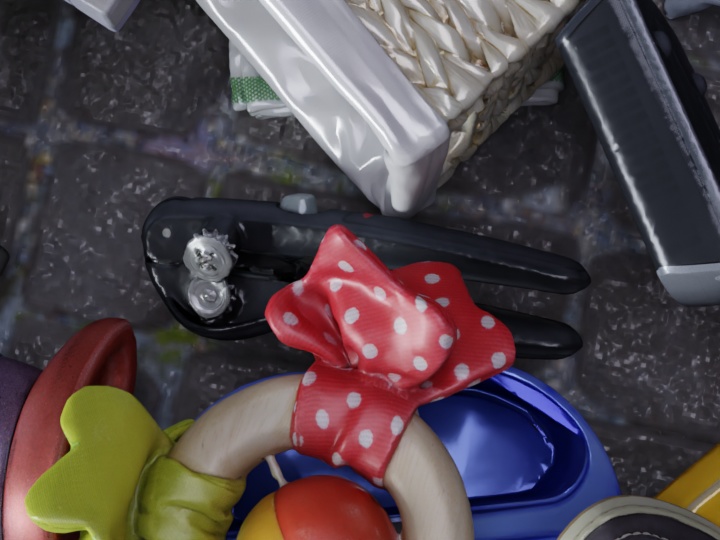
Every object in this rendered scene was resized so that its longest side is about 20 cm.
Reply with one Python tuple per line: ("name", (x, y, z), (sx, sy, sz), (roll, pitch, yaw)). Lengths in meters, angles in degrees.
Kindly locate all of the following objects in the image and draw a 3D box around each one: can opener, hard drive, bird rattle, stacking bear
("can opener", (0.000, 0.000, 1.074), (0.199, 0.079, 0.064), (4, 107, 23))
("hard drive", (0.128, -0.047, 1.045), (0.042, 0.200, 0.135), (-25, 83, 11))
("bird rattle", (-0.021, 0.088, 1.003), (0.199, 0.113, 0.164), (-26, 80, -3))
("stacking bear", (-0.206, 0.077, 1.086), (0.199, 0.114, 0.122), (7, 105, 11))

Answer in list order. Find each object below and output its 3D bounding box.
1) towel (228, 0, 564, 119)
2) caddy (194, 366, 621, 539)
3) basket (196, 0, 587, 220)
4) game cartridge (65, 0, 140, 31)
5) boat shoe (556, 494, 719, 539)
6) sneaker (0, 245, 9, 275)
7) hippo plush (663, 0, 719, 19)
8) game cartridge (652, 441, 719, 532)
("towel", (0.013, -0.168, 1.148), (0.148, 0.031, 0.201), (-3, 82, -1))
("caddy", (0.010, 0.111, 1.075), (0.199, 0.105, 0.142), (-6, 85, 1))
("basket", (-0.002, -0.139, 1.062), (0.123, 0.136, 0.200), (-41, 83, -7))
("game cartridge", (-0.086, -0.204, 0.989), (0.129, 0.038, 0.200), (34, 84, 6))
("boat shoe", (0.150, 0.160, 1.001), (0.072, 0.065, 0.200), (-44, 121, 0))
("sneaker", (-0.259, -0.007, 1.122), (0.199, 0.060, 0.105), (26, 84, 9))
("hippo plush", (0.216, -0.099, 1.026), (0.199, 0.160, 0.161), (0, 55, 9))
("game cartridge", (0.118, 0.190, 1.057), (0.200, 0.032, 0.177), (-38, 121, -2))
